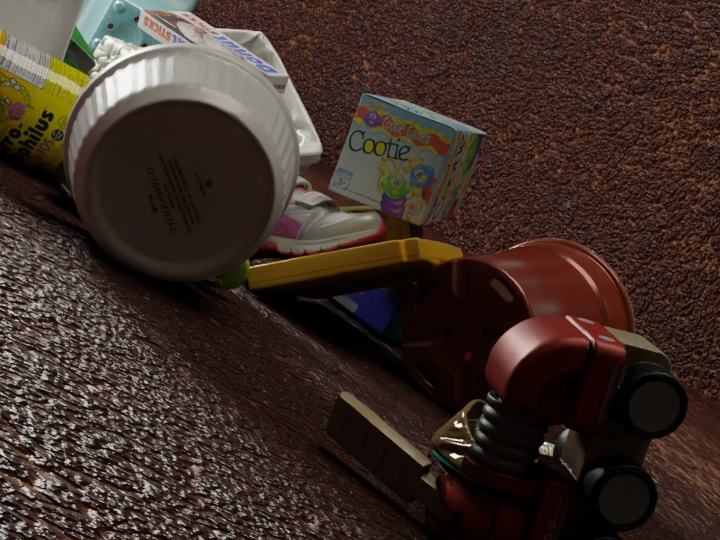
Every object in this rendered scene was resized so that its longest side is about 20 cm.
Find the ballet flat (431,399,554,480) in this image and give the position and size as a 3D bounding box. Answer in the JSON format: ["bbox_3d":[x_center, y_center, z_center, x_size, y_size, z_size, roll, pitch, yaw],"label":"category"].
[{"bbox_3d":[0.121,0.154,1.186,0.068,0.072,0.200,27,8,-28],"label":"ballet flat"}]

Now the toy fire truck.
[{"bbox_3d":[0.090,0.108,1.034,0.200,0.176,0.129,14,10,-11],"label":"toy fire truck"}]

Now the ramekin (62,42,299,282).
[{"bbox_3d":[-0.149,-0.083,1.284,0.202,0.202,0.094,28,18,-16],"label":"ramekin"}]

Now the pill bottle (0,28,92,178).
[{"bbox_3d":[-0.331,-0.165,1.447,0.200,0.104,0.104,27,7,-25],"label":"pill bottle"}]

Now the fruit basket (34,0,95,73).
[{"bbox_3d":[-0.389,-0.267,1.665,0.200,0.094,0.185,50,-37,-10],"label":"fruit basket"}]

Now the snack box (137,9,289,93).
[{"bbox_3d":[-0.169,-0.249,1.744,0.072,0.024,0.200,-5,31,-43],"label":"snack box"}]

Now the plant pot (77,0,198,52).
[{"bbox_3d":[-0.433,-0.463,2.901,0.196,0.196,0.200,29,15,-15],"label":"plant pot"}]

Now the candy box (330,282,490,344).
[{"bbox_3d":[0.051,0.032,1.777,0.200,0.077,0.169,21,12,-48],"label":"candy box"}]

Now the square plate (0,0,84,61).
[{"bbox_3d":[-0.386,-0.244,1.526,0.198,0.200,0.028,27,-22,-33],"label":"square plate"}]

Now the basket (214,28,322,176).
[{"bbox_3d":[-0.158,-0.180,1.866,0.135,0.123,0.200,-5,57,-39],"label":"basket"}]

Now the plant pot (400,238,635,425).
[{"bbox_3d":[0.148,0.063,1.558,0.201,0.201,0.195,34,16,28],"label":"plant pot"}]

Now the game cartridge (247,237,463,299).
[{"bbox_3d":[0.000,0.000,1.561,0.176,0.032,0.200,-10,-4,16],"label":"game cartridge"}]

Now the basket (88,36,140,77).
[{"bbox_3d":[-0.226,-0.161,1.704,0.123,0.136,0.200,19,13,-41],"label":"basket"}]

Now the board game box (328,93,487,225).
[{"bbox_3d":[0.053,-0.115,1.592,0.105,0.103,0.200,23,8,11],"label":"board game box"}]

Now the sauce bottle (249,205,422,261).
[{"bbox_3d":[-0.034,-0.035,1.653,0.200,0.066,0.066,-6,20,-17],"label":"sauce bottle"}]

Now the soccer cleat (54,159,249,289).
[{"bbox_3d":[-0.185,-0.050,1.404,0.200,0.065,0.084,30,4,0],"label":"soccer cleat"}]

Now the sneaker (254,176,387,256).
[{"bbox_3d":[-0.070,-0.058,1.537,0.200,0.088,0.081,1,-2,17],"label":"sneaker"}]
